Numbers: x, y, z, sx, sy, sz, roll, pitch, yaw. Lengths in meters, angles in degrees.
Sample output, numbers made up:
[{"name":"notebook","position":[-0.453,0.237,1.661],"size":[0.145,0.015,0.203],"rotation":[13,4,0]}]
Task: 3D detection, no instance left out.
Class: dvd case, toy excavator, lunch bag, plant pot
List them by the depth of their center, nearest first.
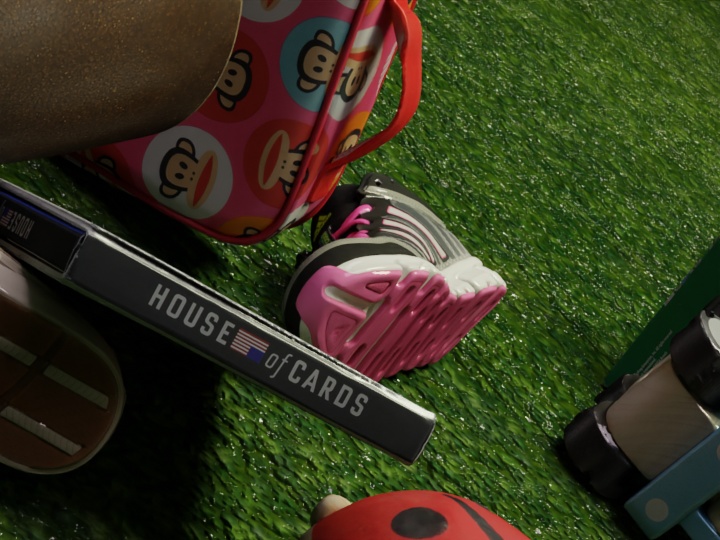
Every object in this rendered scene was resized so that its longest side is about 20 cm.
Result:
[{"name":"plant pot","position":[-0.178,-0.113,0.816],"size":[0.187,0.188,0.199],"rotation":[45,44,19]},{"name":"dvd case","position":[-0.072,0.012,0.822],"size":[0.150,0.025,0.200],"rotation":[30,-2,-24]},{"name":"lunch bag","position":[-0.049,-0.118,0.971],"size":[0.175,0.201,0.082],"rotation":[29,18,14]},{"name":"toy excavator","position":[0.198,0.127,1.075],"size":[0.200,0.100,0.194],"rotation":[50,23,6]}]

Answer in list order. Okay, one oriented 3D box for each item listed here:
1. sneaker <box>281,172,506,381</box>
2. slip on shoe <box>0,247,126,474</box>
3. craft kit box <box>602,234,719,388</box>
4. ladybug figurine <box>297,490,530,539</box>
[{"name":"sneaker","position":[0.000,0.000,1.020],"size":[0.087,0.074,0.200],"rotation":[44,16,15]},{"name":"slip on shoe","position":[-0.168,-0.003,0.742],"size":[0.199,0.076,0.061],"rotation":[33,4,-16]},{"name":"craft kit box","position":[0.262,0.016,1.245],"size":[0.197,0.201,0.049],"rotation":[17,28,-46]},{"name":"ladybug figurine","position":[0.053,0.151,0.789],"size":[0.200,0.072,0.135],"rotation":[45,22,18]}]
